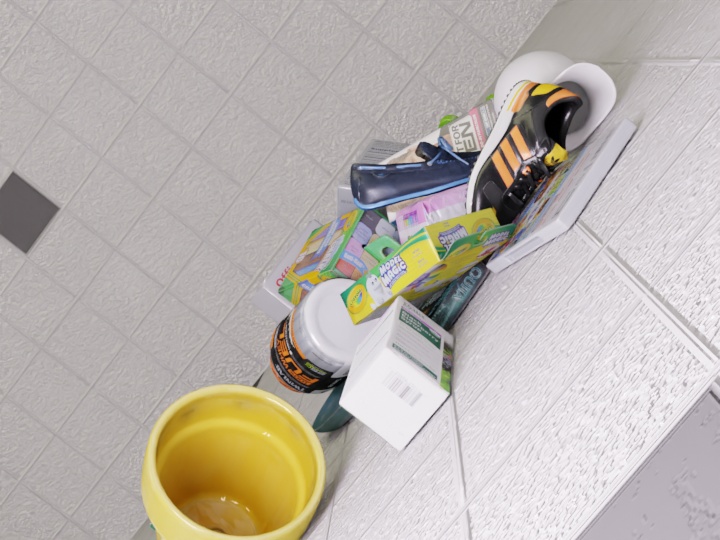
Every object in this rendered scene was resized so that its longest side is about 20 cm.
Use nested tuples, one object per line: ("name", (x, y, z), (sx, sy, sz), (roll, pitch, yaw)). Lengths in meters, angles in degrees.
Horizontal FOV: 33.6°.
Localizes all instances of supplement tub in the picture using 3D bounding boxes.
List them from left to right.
("supplement tub", (-0.051, 0.096, 1.626), (0.123, 0.122, 0.200), (-54, 4, -29))

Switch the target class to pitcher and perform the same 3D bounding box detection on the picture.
("pitcher", (0.226, -0.192, 1.509), (0.172, 0.121, 0.200), (-56, 15, 8))

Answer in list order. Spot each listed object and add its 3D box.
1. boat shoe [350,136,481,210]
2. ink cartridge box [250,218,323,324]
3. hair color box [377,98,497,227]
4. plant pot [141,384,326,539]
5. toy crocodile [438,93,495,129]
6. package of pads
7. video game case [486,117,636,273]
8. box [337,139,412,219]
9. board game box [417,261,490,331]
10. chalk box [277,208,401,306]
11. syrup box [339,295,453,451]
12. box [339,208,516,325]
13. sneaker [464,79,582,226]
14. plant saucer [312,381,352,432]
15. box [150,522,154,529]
("boat shoe", (0.084, -0.129, 1.473), (0.199, 0.069, 0.084), (-15, 1, -13))
("ink cartridge box", (-0.045, 0.044, 1.819), (0.145, 0.200, 0.084), (-54, 5, -27))
("hair color box", (0.124, -0.140, 1.637), (0.199, 0.060, 0.101), (-29, 58, 27))
("plant pot", (-0.154, 0.264, 1.352), (0.201, 0.200, 0.189), (-56, -10, -44))
("toy crocodile", (0.168, -0.200, 1.729), (0.199, 0.062, 0.068), (-22, 32, 31))
("package of pads", (0.121, -0.064, 1.509), (0.120, 0.076, 0.200), (-13, 0, -8))
("video game case", (0.213, -0.076, 1.287), (0.144, 0.018, 0.200), (-54, 5, -19))
("box", (0.076, -0.110, 1.822), (0.200, 0.183, 0.106), (-58, -26, -58))
("board game box", (0.071, 0.080, 1.432), (0.200, 0.028, 0.135), (-53, 4, -18))
("chalk box", (0.000, 0.000, 1.680), (0.200, 0.124, 0.124), (-22, 34, 56))
("syrup box", (0.041, 0.101, 1.236), (0.082, 0.079, 0.200), (-51, 4, 15))
("box", (0.076, -0.008, 1.343), (0.117, 0.049, 0.200), (-16, -14, -42))
("sneaker", (0.189, -0.122, 1.363), (0.090, 0.070, 0.201), (15, 81, 44))
("plant saucer", (0.004, 0.146, 1.629), (0.201, 0.027, 0.200), (-52, 5, 6))
("box", (-0.198, 0.316, 1.657), (0.200, 0.117, 0.048), (-50, 16, 26))
